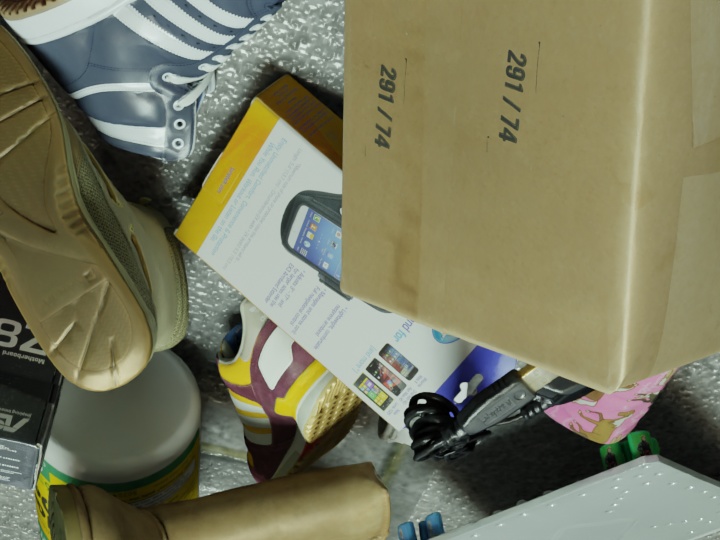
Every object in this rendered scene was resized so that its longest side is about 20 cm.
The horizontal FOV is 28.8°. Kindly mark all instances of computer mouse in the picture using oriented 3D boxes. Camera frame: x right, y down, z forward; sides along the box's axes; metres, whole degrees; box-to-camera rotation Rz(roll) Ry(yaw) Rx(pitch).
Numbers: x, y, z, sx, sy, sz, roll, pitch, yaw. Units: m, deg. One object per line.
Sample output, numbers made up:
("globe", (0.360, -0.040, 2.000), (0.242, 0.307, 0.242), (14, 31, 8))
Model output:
("computer mouse", (0.105, 0.035, 0.684), (0.199, 0.046, 0.140), (-29, 167, 12))

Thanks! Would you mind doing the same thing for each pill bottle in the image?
("pill bottle", (-0.165, 0.148, 0.951), (0.112, 0.113, 0.201), (6, 136, -2))

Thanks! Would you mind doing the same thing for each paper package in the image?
("paper package", (0.082, -0.073, 0.603), (0.103, 0.190, 0.202), (-14, 112, -37))

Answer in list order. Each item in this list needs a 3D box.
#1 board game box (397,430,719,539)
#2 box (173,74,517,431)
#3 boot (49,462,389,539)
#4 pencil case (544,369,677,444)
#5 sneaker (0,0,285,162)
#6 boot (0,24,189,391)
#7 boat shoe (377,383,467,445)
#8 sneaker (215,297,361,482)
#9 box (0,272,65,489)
("board game box", (0.154, 0.171, 0.964), (0.199, 0.026, 0.199), (-27, 148, 28))
("box", (0.000, 0.000, 0.782), (0.200, 0.042, 0.119), (40, 131, 2))
("boot", (-0.079, 0.147, 0.824), (0.198, 0.067, 0.175), (-9, 166, -13))
("pencil case", (0.163, 0.014, 0.806), (0.082, 0.087, 0.201), (32, 135, 9))
("sneaker", (-0.072, -0.122, 0.699), (0.198, 0.070, 0.109), (-11, 129, 25))
("boot", (-0.159, -0.038, 0.763), (0.072, 0.155, 0.201), (-29, 92, 6))
("boat shoe", (0.032, 0.047, 0.861), (0.065, 0.074, 0.201), (-3, 134, 1))
("sneaker", (-0.051, 0.076, 0.909), (0.090, 0.075, 0.200), (46, 151, 12))
("box", (-0.266, 0.032, 0.807), (0.198, 0.162, 0.049), (14, 135, -8))
